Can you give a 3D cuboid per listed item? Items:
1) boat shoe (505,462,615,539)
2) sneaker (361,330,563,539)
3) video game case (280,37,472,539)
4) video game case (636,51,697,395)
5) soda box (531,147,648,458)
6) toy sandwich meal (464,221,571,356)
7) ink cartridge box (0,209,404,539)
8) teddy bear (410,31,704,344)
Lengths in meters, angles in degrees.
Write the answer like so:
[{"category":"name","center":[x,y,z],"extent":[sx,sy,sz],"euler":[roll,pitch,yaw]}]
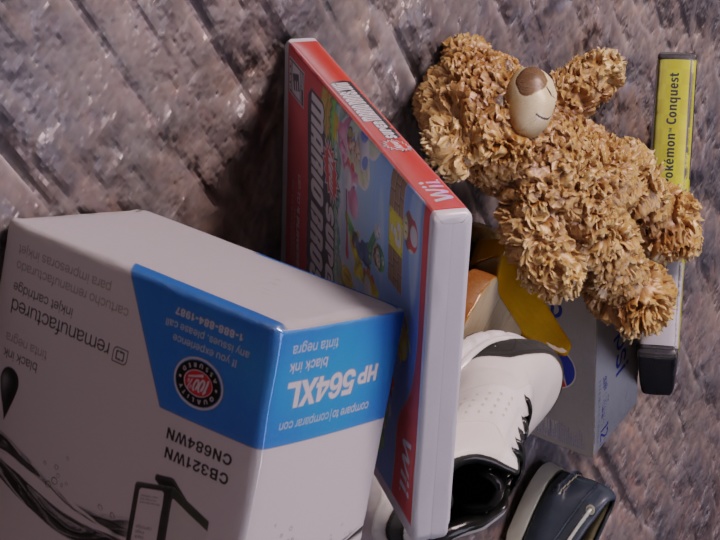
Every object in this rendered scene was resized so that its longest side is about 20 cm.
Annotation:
[{"category":"boat shoe","center":[0.123,0.237,1.133],"extent":[0.075,0.061,0.202],"euler":[25,86,-61]},{"category":"sneaker","center":[0.053,0.089,0.786],"extent":[0.199,0.079,0.075],"euler":[-29,128,-50]},{"category":"video game case","center":[0.000,0.000,0.699],"extent":[0.017,0.200,0.144],"euler":[-6,118,-17]},{"category":"video game case","center":[0.194,-0.022,1.038],"extent":[0.200,0.025,0.183],"euler":[46,48,-76]},{"category":"soda box","center":[0.137,0.014,1.029],"extent":[0.068,0.063,0.202],"euler":[-42,139,-41]},{"category":"toy sandwich meal","center":[0.054,0.064,0.919],"extent":[0.205,0.070,0.207],"euler":[-34,134,-45]},{"category":"ink cartridge box","center":[-0.078,0.092,0.649],"extent":[0.084,0.145,0.202],"euler":[-7,112,-55]},{"category":"teddy bear","center":[0.117,-0.049,0.873],"extent":[0.145,0.067,0.201],"euler":[-44,110,-25]}]
